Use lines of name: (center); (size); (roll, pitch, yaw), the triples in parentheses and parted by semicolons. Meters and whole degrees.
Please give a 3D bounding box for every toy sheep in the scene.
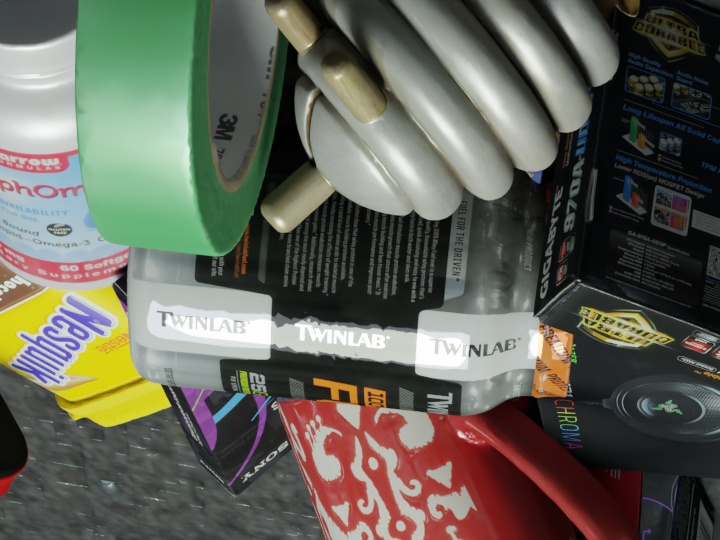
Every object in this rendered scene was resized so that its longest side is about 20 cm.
toy sheep: (0.034, -0.090, 1.223); (0.200, 0.138, 0.138); (-37, 140, 3)

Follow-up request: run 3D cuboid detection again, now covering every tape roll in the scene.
tape roll: (-0.067, -0.108, 1.175); (0.048, 0.202, 0.201); (6, 152, 8)

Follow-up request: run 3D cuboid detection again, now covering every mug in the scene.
mug: (0.063, 0.127, 1.469); (0.177, 0.201, 0.133); (-22, -175, 21)

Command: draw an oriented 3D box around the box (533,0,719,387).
box: (0.182, -0.023, 1.285); (0.199, 0.160, 0.046); (19, 150, -15)

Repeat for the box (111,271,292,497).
box: (-0.040, 0.020, 1.482); (0.036, 0.143, 0.200); (43, 166, 27)

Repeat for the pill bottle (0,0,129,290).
pill bottle: (-0.140, -0.082, 1.349); (0.108, 0.109, 0.200); (7, 152, 7)

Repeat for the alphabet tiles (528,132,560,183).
alphabet tiles: (0.127, -0.039, 1.439); (0.166, 0.008, 0.200); (-1, 150, 22)

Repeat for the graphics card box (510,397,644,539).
graphics card box: (0.070, 0.108, 1.607); (0.051, 0.126, 0.199); (23, 152, -37)

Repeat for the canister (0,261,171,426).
canister: (-0.174, -0.005, 1.534); (0.199, 0.087, 0.148); (31, 148, -30)

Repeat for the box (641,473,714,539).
box: (0.099, 0.176, 1.725); (0.199, 0.123, 0.106); (1, 152, 20)

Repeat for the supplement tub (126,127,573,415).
supplement tub: (0.000, 0.000, 1.317); (0.198, 0.123, 0.123); (6, 152, 5)

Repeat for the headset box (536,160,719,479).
headset box: (0.190, 0.030, 1.438); (0.199, 0.093, 0.174); (5, 152, 12)

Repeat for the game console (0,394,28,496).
game console: (-0.281, 0.047, 1.539); (0.176, 0.200, 0.031); (7, 124, -39)
